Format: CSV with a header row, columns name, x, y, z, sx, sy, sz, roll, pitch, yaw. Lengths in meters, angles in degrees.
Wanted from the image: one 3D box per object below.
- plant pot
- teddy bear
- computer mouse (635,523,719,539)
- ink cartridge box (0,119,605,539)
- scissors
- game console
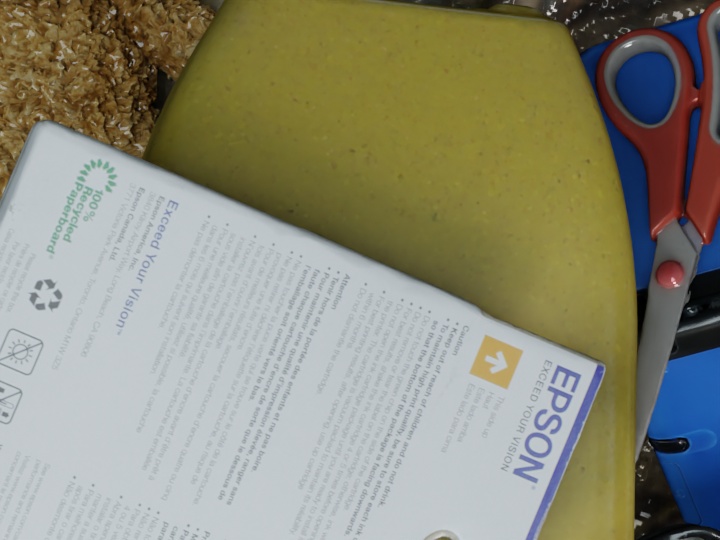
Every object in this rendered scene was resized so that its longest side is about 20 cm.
name,x,y,z,sx,sy,sz,roll,pitch,yaw
plant pot,0.000,0.000,1.042,0.194,0.196,0.200,6,94,-4
teddy bear,-0.116,-0.070,1.133,0.145,0.067,0.200,18,103,7
computer mouse,0.119,0.147,0.976,0.140,0.046,0.200,-27,127,30
ink cartridge box,-0.051,0.080,0.928,0.200,0.043,0.197,24,86,-5
scissors,0.121,-0.010,1.056,0.073,0.014,0.200,-6,64,17
game console,0.195,-0.011,1.099,0.200,0.118,0.171,-15,126,15
